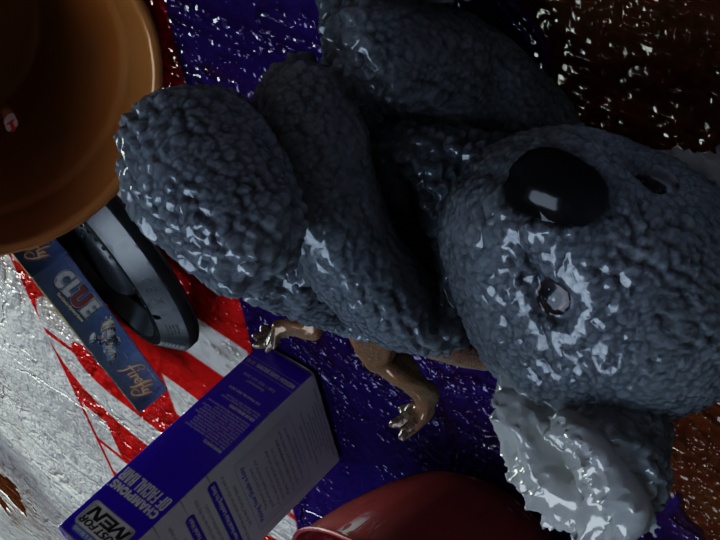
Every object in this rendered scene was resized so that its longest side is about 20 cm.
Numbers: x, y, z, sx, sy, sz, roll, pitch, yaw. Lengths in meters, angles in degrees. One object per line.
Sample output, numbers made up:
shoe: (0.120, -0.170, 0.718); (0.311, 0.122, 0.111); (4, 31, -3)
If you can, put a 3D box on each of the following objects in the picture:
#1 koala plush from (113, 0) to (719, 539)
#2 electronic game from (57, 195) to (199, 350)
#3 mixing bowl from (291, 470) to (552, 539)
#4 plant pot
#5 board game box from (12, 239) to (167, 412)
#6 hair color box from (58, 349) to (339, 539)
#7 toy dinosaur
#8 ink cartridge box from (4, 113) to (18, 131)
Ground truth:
koala plush: (0.057, -0.014, 0.371); (0.200, 0.178, 0.184); (30, 165, 27)
electronic game: (-0.197, -0.017, 0.821); (0.200, 0.042, 0.200); (42, 157, 22)
mixing bowl: (0.061, 0.206, 0.680); (0.200, 0.108, 0.200); (32, 148, 24)
plant pot: (-0.234, -0.127, 0.609); (0.140, 0.200, 0.200); (43, 156, 47)
board game box: (-0.249, 0.023, 0.894); (0.135, 0.035, 0.200); (40, 162, 37)
hair color box: (-0.110, 0.162, 0.760); (0.065, 0.200, 0.110); (25, 144, 34)
toy dinosaur: (0.000, 0.000, 0.527); (0.200, 0.086, 0.136); (33, 151, 31)
ink cartridge box: (-0.316, -0.155, 0.709); (0.084, 0.146, 0.200); (21, 142, 36)
